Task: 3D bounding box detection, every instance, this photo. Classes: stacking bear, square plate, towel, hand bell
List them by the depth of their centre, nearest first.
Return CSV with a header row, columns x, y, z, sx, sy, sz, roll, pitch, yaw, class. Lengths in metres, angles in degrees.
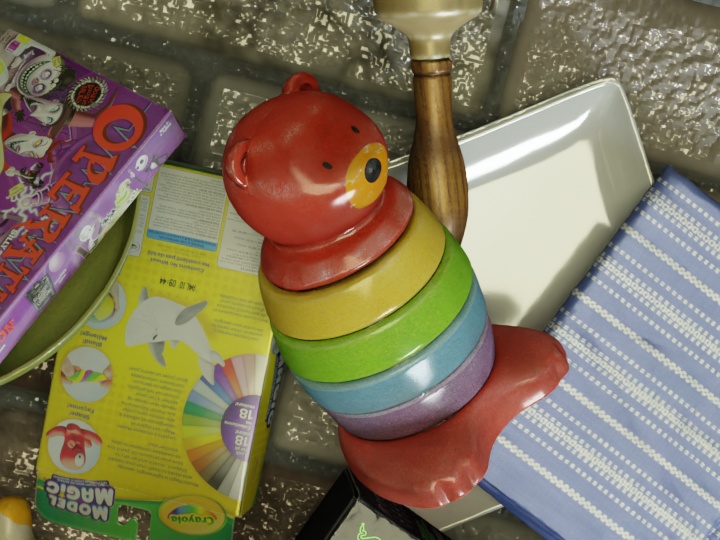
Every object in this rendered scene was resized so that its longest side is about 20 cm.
x,y,z,sx,sy,sz,roll,pitch,yaw,class
0.000,0.000,1.140,0.121,0.114,0.200,-47,125,-29,stacking bear
0.036,-0.098,1.195,0.104,0.104,0.201,-2,99,-4,hand bell
0.160,0.066,1.239,0.145,0.024,0.200,37,90,-5,towel
0.078,0.021,1.250,0.198,0.028,0.200,-21,98,-2,square plate

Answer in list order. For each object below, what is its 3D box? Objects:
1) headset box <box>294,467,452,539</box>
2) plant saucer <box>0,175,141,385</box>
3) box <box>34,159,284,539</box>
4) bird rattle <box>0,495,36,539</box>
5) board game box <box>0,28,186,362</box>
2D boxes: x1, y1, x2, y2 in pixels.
x,y,z,sx,sy,sz,roll,pitch,yaw,class
0.016,0.225,1.205,0.200,0.093,0.174,36,92,-6,headset box
-0.199,-0.014,1.171,0.199,0.031,0.200,-9,56,14,plant saucer
-0.099,0.045,1.217,0.117,0.048,0.201,13,94,10,box
-0.218,0.206,1.228,0.200,0.113,0.164,-18,76,23,bird rattle
-0.191,-0.020,1.138,0.120,0.032,0.200,29,71,27,board game box
